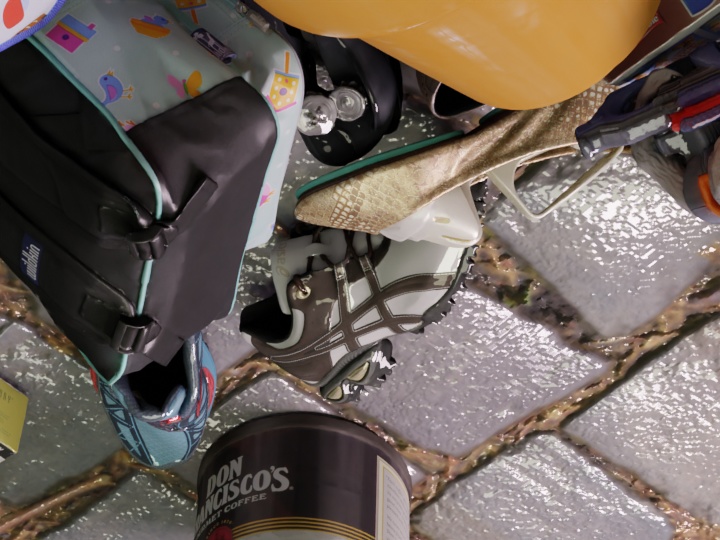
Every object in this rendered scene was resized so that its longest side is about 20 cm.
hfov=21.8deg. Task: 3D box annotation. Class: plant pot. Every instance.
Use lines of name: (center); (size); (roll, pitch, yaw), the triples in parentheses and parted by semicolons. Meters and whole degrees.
plant pot: (0.045, -0.169, 0.830); (0.199, 0.202, 0.183); (-23, 145, 22)

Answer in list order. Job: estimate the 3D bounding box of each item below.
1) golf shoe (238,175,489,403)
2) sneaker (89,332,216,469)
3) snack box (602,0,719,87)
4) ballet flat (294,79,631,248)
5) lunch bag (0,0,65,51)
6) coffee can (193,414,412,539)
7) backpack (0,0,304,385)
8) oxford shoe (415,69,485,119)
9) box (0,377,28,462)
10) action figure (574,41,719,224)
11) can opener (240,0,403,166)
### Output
golf shoe: (0.000, 0.000, 1.061); (0.094, 0.078, 0.200); (22, 130, -18)
sneaker: (-0.130, 0.061, 1.111); (0.078, 0.096, 0.201); (2, 134, 1)
snack box: (0.202, -0.152, 0.894); (0.199, 0.072, 0.024); (-35, 79, 20)
ballet flat: (0.065, -0.050, 0.970); (0.198, 0.071, 0.066); (-24, 88, -3)
lunch bag: (-0.165, -0.194, 0.792); (0.123, 0.201, 0.171); (15, 132, -13)
coffee can: (-0.039, 0.215, 1.185); (0.145, 0.201, 0.147); (1, 134, 1)
backpack: (-0.132, -0.076, 0.928); (0.199, 0.153, 0.177); (37, 143, 18)
oxford shoe: (0.115, -0.134, 0.928); (0.199, 0.073, 0.071); (-29, 126, 27)
box: (-0.309, 0.121, 1.208); (0.199, 0.050, 0.075); (-29, 126, 28)
action figure: (0.216, -0.078, 0.894); (0.199, 0.193, 0.105); (-22, 102, 30)
can opener: (-0.036, -0.141, 0.933); (0.063, 0.079, 0.201); (-21, 119, 13)
